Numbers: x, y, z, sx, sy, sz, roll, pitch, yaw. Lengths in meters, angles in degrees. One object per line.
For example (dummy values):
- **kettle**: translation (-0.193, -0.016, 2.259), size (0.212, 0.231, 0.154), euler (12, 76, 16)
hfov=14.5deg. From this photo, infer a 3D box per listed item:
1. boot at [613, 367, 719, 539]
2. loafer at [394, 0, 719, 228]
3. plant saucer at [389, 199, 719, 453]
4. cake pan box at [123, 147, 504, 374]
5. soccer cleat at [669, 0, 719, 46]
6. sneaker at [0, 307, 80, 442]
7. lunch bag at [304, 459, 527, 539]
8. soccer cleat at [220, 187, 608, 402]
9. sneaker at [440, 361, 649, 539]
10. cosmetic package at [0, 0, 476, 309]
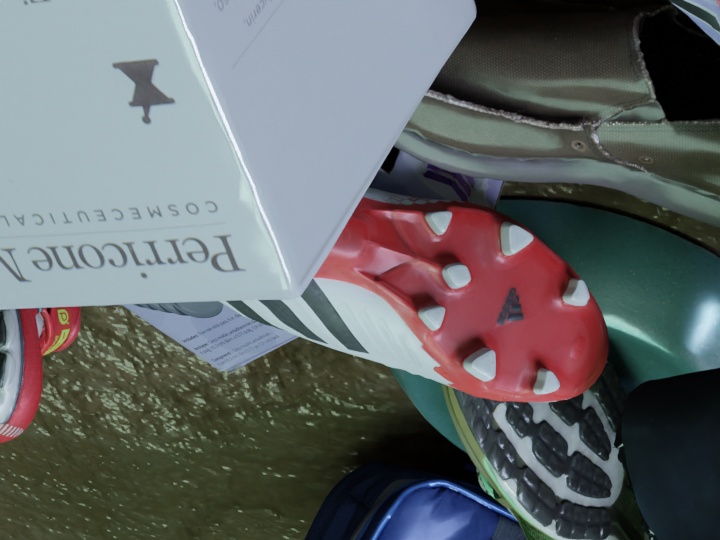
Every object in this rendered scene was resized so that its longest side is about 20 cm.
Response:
- **boot**: translation (0.148, 0.043, 0.997), size (0.168, 0.076, 0.200), euler (-13, 120, 49)
- **loafer**: translation (0.086, -0.073, 1.007), size (0.199, 0.073, 0.071), euler (13, 139, 0)
- **plant saucer**: translation (0.092, 0.045, 1.199), size (0.199, 0.036, 0.200), euler (14, 147, 9)
- **cake pan box**: translation (-0.065, -0.048, 1.132), size (0.184, 0.053, 0.200), euler (32, 146, -23)
- **soccer cleat**: translation (0.104, -0.114, 0.911), size (0.200, 0.067, 0.076), euler (41, 165, -7)
- **sneaker**: translation (-0.152, 0.014, 1.188), size (0.085, 0.200, 0.077), euler (25, 105, -27)
- **lunch bag**: translation (0.033, 0.181, 1.282), size (0.135, 0.201, 0.132), euler (26, 176, -13)
- **soccer cleat**: translation (0.000, 0.000, 1.073), size (0.199, 0.069, 0.085), euler (18, 172, -17)
- **sneaker**: translation (0.072, 0.084, 1.171), size (0.088, 0.077, 0.200), euler (5, 147, 41)
- **cosmetic package**: translation (-0.088, -0.113, 0.898), size (0.164, 0.165, 0.201), euler (-3, 125, 30)
